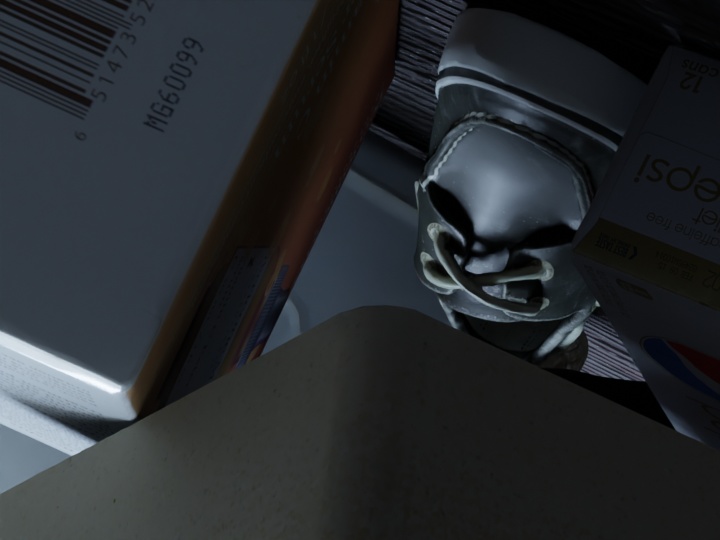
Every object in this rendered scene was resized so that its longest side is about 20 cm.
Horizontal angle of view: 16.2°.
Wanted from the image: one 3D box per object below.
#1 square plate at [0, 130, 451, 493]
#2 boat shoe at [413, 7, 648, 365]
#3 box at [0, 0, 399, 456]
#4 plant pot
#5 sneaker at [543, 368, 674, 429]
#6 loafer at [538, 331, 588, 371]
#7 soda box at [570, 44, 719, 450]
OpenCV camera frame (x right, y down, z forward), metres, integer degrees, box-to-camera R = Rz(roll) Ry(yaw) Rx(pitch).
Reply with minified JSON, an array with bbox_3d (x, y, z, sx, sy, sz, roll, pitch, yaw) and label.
[{"bbox_3d":[-0.056,0.026,0.806,0.198,0.200,0.028,31,165,-16],"label":"square plate"},{"bbox_3d":[0.050,-0.015,0.726,0.071,0.064,0.200,25,169,12],"label":"boat shoe"},{"bbox_3d":[-0.066,-0.038,0.664,0.106,0.153,0.200,24,169,5],"label":"box"},{"bbox_3d":[0.013,0.149,0.586,0.199,0.177,0.200,25,149,-28],"label":"plant pot"},{"bbox_3d":[0.106,0.098,0.863,0.201,0.108,0.067,10,-162,-43],"label":"sneaker"},{"bbox_3d":[0.000,0.000,0.906,0.200,0.076,0.068,24,-150,-35],"label":"loafer"},{"bbox_3d":[0.119,0.014,0.699,0.068,0.064,0.200,22,167,24],"label":"soda box"}]
